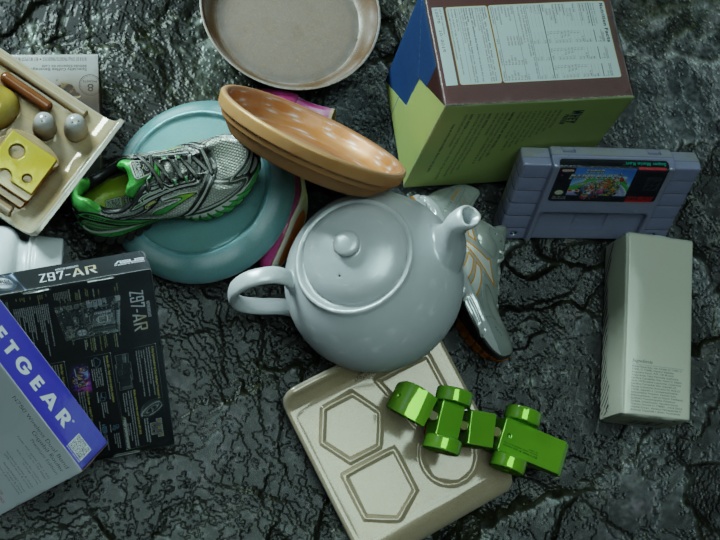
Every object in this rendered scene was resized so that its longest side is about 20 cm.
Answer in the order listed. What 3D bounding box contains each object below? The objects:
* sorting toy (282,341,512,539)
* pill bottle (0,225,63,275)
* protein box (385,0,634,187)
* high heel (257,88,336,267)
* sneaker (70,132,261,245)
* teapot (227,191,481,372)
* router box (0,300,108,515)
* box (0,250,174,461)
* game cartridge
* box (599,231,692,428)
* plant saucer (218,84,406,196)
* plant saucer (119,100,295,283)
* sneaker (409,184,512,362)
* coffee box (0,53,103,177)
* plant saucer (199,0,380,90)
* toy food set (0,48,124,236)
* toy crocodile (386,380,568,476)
[{"bbox_3d":[0.038,0.178,1.426,0.184,0.036,0.201,-26,88,-16],"label":"sorting toy"},{"bbox_3d":[-0.392,0.010,1.333,0.199,0.114,0.115,3,76,-11],"label":"pill bottle"},{"bbox_3d":[0.149,-0.193,1.441,0.199,0.199,0.136,-4,71,-12],"label":"protein box"},{"bbox_3d":[-0.098,-0.097,1.448,0.095,0.067,0.201,16,80,7],"label":"high heel"},{"bbox_3d":[-0.192,-0.085,1.358,0.199,0.085,0.078,-22,72,1],"label":"sneaker"},{"bbox_3d":[0.000,0.000,1.360,0.197,0.146,0.201,30,82,26],"label":"teapot"},{"bbox_3d":[-0.359,0.124,1.264,0.200,0.179,0.049,54,33,-10],"label":"router box"},{"bbox_3d":[-0.269,0.091,1.316,0.159,0.044,0.201,-11,118,-13],"label":"box"},{"bbox_3d":[0.253,-0.081,1.479,0.199,0.130,0.039,0,57,-11],"label":"game cartridge"},{"bbox_3d":[0.310,0.066,1.486,0.082,0.068,0.201,8,75,-10],"label":"box"},{"bbox_3d":[-0.051,-0.124,1.349,0.199,0.200,0.038,24,105,-5],"label":"plant saucer"},{"bbox_3d":[-0.167,-0.086,1.413,0.199,0.027,0.201,-2,74,7],"label":"plant saucer"},{"bbox_3d":[0.128,-0.003,1.460,0.092,0.076,0.201,-23,83,-12],"label":"sneaker"},{"bbox_3d":[-0.363,-0.154,1.395,0.199,0.080,0.114,-1,76,-11],"label":"coffee box"},{"bbox_3d":[-0.078,-0.280,1.498,0.199,0.032,0.201,5,67,-11],"label":"plant saucer"},{"bbox_3d":[-0.350,-0.143,1.320,0.199,0.060,0.144,34,72,-1],"label":"toy food set"},{"bbox_3d":[0.122,0.164,1.403,0.199,0.062,0.068,18,76,-15],"label":"toy crocodile"}]
